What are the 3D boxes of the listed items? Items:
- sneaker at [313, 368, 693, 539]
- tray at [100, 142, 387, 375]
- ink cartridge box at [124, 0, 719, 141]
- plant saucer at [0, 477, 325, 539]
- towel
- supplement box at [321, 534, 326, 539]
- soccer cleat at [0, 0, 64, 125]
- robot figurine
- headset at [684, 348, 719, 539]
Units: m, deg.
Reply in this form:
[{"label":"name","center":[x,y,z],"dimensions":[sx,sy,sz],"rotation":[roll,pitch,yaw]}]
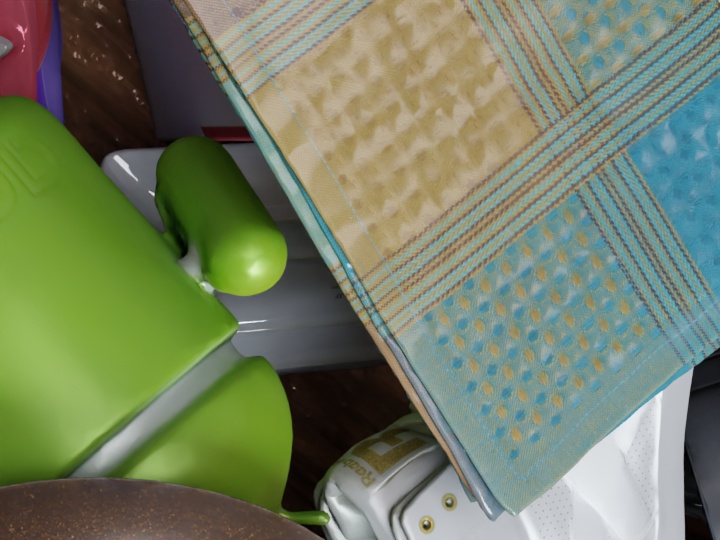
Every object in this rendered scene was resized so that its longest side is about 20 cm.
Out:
[{"label":"sneaker","center":[0.041,0.037,0.770],"dimensions":[0.115,0.074,0.201],"rotation":[-12,103,-33]},{"label":"tray","center":[0.000,0.000,0.884],"dimensions":[0.199,0.022,0.108],"rotation":[-5,129,-20]},{"label":"ink cartridge box","center":[0.031,-0.106,0.857],"dimensions":[0.199,0.147,0.083],"rotation":[-15,98,-19]},{"label":"plant saucer","center":[-0.079,0.144,0.731],"dimensions":[0.199,0.032,0.201],"rotation":[-4,128,-5]},{"label":"towel","center":[0.044,-0.049,0.722],"dimensions":[0.146,0.022,0.201],"rotation":[-36,106,-14]},{"label":"supplement box","center":[0.014,0.143,0.878],"dimensions":[0.200,0.110,0.086],"rotation":[-34,104,-16]},{"label":"soccer cleat","center":[-0.123,-0.031,0.849],"dimensions":[0.066,0.077,0.201],"rotation":[0,108,11]},{"label":"robot figurine","center":[-0.103,0.029,0.755],"dimensions":[0.175,0.116,0.200],"rotation":[-42,89,5]},{"label":"headset","center":[0.135,0.035,0.895],"dimensions":[0.094,0.201,0.124],"rotation":[-18,142,6]}]
